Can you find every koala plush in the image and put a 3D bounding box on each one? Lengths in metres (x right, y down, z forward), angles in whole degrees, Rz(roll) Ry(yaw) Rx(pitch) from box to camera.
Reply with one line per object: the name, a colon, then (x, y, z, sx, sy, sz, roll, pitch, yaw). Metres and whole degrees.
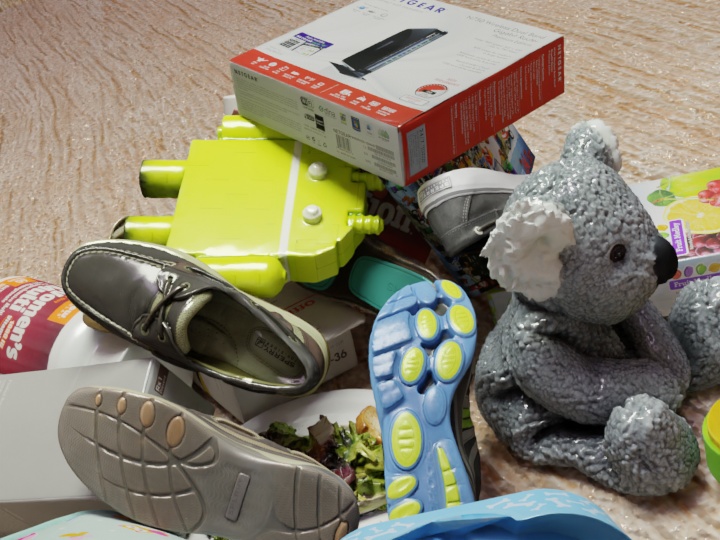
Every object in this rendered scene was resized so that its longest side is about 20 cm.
koala plush: (0.146, 0.014, 0.747, 0.182, 0.202, 0.177, 5, 36, 36)

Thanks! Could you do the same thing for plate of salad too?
plate of salad: (-0.038, 0.139, 0.791, 0.197, 0.049, 0.201, -13, 29, 7)

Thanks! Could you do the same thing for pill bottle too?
pill bottle: (-0.242, 0.074, 0.949, 0.198, 0.111, 0.109, 12, 39, 36)

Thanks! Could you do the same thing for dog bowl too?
dog bowl: (0.060, 0.180, 0.606, 0.197, 0.113, 0.050, -14, 14, 8)

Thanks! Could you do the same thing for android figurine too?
android figurine: (-0.078, -0.050, 0.859, 0.197, 0.041, 0.184, 1, 50, 7)

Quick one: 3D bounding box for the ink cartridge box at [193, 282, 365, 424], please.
ink cartridge box: (-0.084, 0.057, 0.937, 0.116, 0.068, 0.199, -26, 28, -23)

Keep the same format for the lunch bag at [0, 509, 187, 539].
lunch bag: (-0.128, 0.209, 0.636, 0.169, 0.124, 0.199, 4, 4, 34)

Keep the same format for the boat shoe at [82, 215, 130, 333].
boat shoe: (-0.182, -0.011, 0.935, 0.071, 0.066, 0.200, 10, 19, 2)

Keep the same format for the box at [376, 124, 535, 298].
box: (0.084, -0.090, 0.933, 0.037, 0.137, 0.201, -26, 24, 30)

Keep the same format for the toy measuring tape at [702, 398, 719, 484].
toy measuring tape: (0.256, 0.084, 0.704, 0.073, 0.074, 0.201, -2, 32, 26)

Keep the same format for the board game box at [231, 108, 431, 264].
board game box: (-0.035, -0.047, 0.938, 0.198, 0.104, 0.019, 24, 4, -2)

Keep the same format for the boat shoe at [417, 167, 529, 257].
boat shoe: (0.123, -0.034, 0.842, 0.070, 0.067, 0.199, -30, -20, 35)

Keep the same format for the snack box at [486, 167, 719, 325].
snack box: (0.209, -0.015, 0.916, 0.197, 0.054, 0.143, -11, 28, 17)

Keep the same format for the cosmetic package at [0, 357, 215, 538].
cosmetic package: (-0.213, 0.134, 0.806, 0.198, 0.090, 0.108, -5, 56, 27)

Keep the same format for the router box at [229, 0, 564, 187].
router box: (0.027, -0.151, 0.868, 0.179, 0.049, 0.199, -32, 41, -31)

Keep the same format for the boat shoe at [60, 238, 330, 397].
boat shoe: (-0.114, 0.031, 0.761, 0.199, 0.073, 0.066, 24, -3, 0)

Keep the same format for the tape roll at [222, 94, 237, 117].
tape roll: (-0.024, -0.101, 1.043, 0.200, 0.141, 0.203, -4, 10, 1)

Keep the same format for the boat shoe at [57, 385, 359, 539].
boat shoe: (-0.095, 0.130, 0.704, 0.198, 0.075, 0.073, 24, -3, 4)

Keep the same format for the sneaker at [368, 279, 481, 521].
sneaker: (0.042, 0.099, 0.716, 0.070, 0.083, 0.202, -2, 64, 3)

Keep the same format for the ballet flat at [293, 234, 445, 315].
ballet flat: (0.000, 0.000, 0.891, 0.199, 0.069, 0.067, 33, 11, 31)
